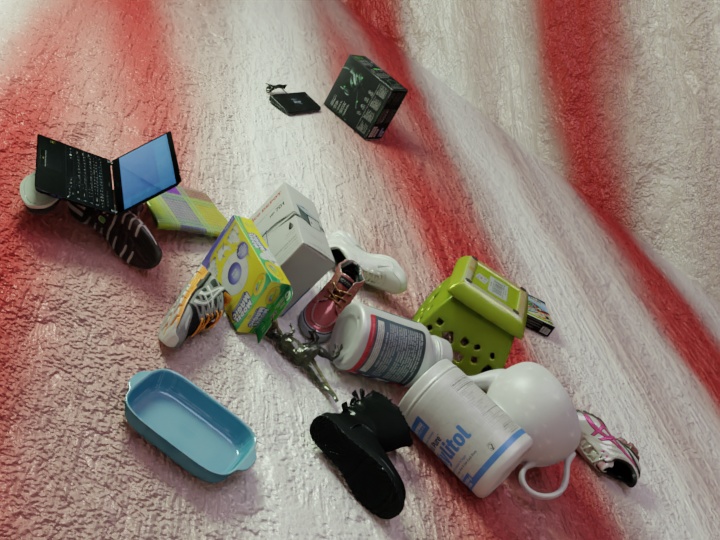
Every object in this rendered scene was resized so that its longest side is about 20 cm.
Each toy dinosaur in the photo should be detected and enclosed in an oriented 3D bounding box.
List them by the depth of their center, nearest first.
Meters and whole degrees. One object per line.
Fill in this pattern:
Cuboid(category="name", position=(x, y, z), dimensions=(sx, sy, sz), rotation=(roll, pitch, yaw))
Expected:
Cuboid(category="toy dinosaur", position=(-0.084, 0.137, 1.389), dimensions=(0.200, 0.048, 0.088), rotation=(43, 43, 18))

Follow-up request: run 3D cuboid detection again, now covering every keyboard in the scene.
Cuboid(category="keyboard", position=(-0.199, -0.486, 2.340), dimensions=(0.127, 0.021, 0.200), rotation=(45, 27, 10))

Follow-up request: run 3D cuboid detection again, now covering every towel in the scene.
Cuboid(category="towel", position=(-0.326, -0.111, 1.536), dimensions=(0.199, 0.023, 0.144), rotation=(8, 36, -54))

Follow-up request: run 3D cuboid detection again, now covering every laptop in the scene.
Cuboid(category="laptop", position=(-0.411, -0.180, 1.345), dimensions=(0.199, 0.104, 0.178), rotation=(19, 27, -31))

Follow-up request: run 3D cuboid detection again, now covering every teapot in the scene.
Cuboid(category="teapot", position=(0.282, 0.271, 1.459), dimensions=(0.145, 0.199, 0.200), rotation=(-25, 21, -18))

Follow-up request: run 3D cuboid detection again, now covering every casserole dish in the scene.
Cuboid(category="casserole dish", position=(-0.230, 0.211, 1.109), dimensions=(0.199, 0.039, 0.121), rotation=(35, 27, 5))

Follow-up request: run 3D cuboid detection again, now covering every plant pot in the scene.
Cuboid(category="plant pot", position=(0.223, 0.099, 1.641), dimensions=(0.198, 0.182, 0.200), rotation=(33, 25, 1))

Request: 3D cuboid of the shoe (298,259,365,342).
Cuboid(category="shoe", position=(-0.050, 0.050, 1.520), dimensions=(0.071, 0.091, 0.200), rotation=(32, 26, 0))

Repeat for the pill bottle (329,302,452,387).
Cuboid(category="pill bottle", position=(0.058, 0.139, 1.458), dimensions=(0.199, 0.120, 0.120), rotation=(20, 29, -25))

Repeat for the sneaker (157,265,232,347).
Cuboid(category="sneaker", position=(-0.253, 0.062, 1.296), dimensions=(0.077, 0.078, 0.200), rotation=(38, 26, -11))

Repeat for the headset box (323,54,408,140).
Cuboid(category="headset box", position=(0.009, -0.515, 2.447), dimensions=(0.200, 0.175, 0.093), rotation=(42, 28, 20))

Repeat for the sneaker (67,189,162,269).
Cuboid(category="sneaker", position=(-0.385, -0.084, 1.397), dimensions=(0.200, 0.076, 0.115), rotation=(39, 24, 12))

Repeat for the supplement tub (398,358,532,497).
Cuboid(category="supplement tub", position=(0.172, 0.260, 1.368), dimensions=(0.200, 0.132, 0.132), rotation=(42, 28, 20))

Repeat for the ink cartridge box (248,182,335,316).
Cuboid(category="ink cartridge box", position=(-0.139, -0.041, 1.497), dimensions=(0.086, 0.146, 0.201), rotation=(33, 22, -36))

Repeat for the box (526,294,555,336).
Cuboid(category="box", position=(0.368, 0.080, 1.994), dimensions=(0.199, 0.035, 0.110), rotation=(24, 28, -18))

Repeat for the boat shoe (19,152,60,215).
Cuboid(category="boat shoe", position=(-0.510, -0.139, 1.362), dimensions=(0.075, 0.061, 0.201), rotation=(6, 34, -8))

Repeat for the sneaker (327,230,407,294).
Cuboid(category="sneaker", position=(0.000, 0.000, 1.696), dimensions=(0.199, 0.078, 0.099), rotation=(28, 32, 11))

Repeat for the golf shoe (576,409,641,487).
Cuboid(category="golf shoe", position=(0.465, 0.344, 1.616), dimensions=(0.199, 0.073, 0.092), rotation=(32, 28, -3))

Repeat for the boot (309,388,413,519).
Cuboid(category="boot", position=(0.028, 0.271, 1.262), dimensions=(0.198, 0.074, 0.162), rotation=(44, 25, 22))

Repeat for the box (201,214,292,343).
Cuboid(category="box", position=(-0.191, 0.015, 1.393), dimensions=(0.048, 0.118, 0.200), rotation=(12, 32, -47))
